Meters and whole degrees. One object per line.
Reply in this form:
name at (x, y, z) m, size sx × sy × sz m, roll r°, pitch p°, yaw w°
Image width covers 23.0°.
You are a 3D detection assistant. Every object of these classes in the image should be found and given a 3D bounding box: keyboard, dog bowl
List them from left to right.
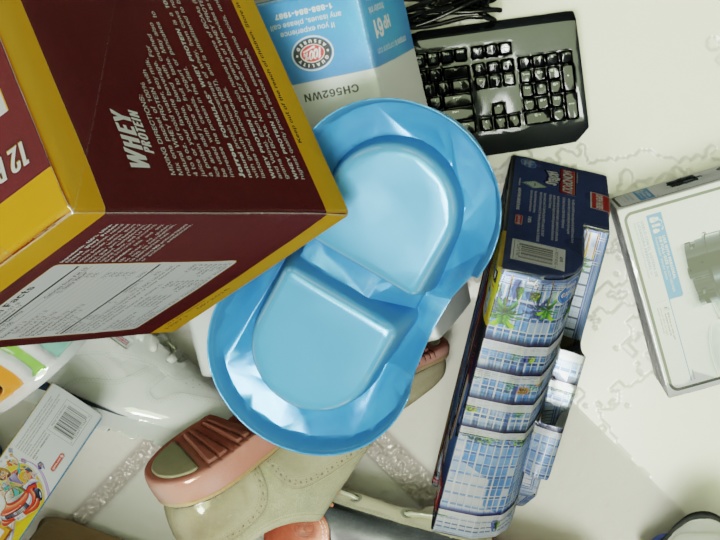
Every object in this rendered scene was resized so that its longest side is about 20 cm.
dog bowl at (0.000, 0.000, 0.918) m, size 0.111 × 0.050 × 0.200 m, roll 30°, pitch 110°, yaw 4°
keyboard at (0.028, -0.111, 1.017) m, size 0.199 × 0.040 × 0.104 m, roll -8°, pitch 97°, yaw 3°

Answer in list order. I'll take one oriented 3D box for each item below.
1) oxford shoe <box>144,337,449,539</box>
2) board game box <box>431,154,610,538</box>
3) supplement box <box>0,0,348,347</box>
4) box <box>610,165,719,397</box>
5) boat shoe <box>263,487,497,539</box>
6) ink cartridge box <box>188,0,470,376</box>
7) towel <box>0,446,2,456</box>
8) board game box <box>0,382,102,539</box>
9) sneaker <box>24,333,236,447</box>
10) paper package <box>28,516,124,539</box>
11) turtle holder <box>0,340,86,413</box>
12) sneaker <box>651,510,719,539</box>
oxford shoe at (-0.028, 0.098, 1.008) m, size 0.200 × 0.071 × 0.074 m, roll -27°, pitch 113°, yaw -24°
board game box at (0.085, 0.062, 0.978) m, size 0.061 × 0.200 × 0.200 m, roll 13°, pitch 111°, yaw 2°
supplement box at (-0.146, -0.081, 0.838) m, size 0.133 × 0.200 × 0.198 m, roll -32°, pitch 74°, yaw 30°
box at (0.253, -0.012, 1.006) m, size 0.199 × 0.060 × 0.117 m, roll -15°, pitch 96°, yaw 4°
boat shoe at (0.040, 0.162, 1.037) m, size 0.199 × 0.071 × 0.063 m, roll 7°, pitch 58°, yaw 1°
ink cartridge box at (-0.034, -0.052, 0.983) m, size 0.144 × 0.085 × 0.201 m, roll -10°, pitch 103°, yaw 18°
towel at (-0.260, 0.146, 0.981) m, size 0.048 × 0.200 × 0.112 m, roll 37°, pitch 97°, yaw -6°
board game box at (-0.220, 0.167, 0.966) m, size 0.034 × 0.134 × 0.200 m, roll 34°, pitch 61°, yaw -4°
sneaker at (-0.148, 0.050, 1.032) m, size 0.199 × 0.076 × 0.081 m, roll 18°, pitch 87°, yaw -1°
paper package at (-0.119, 0.236, 0.989) m, size 0.199 × 0.191 × 0.104 m, roll 19°, pitch 99°, yaw 0°
turtle holder at (-0.205, -0.005, 0.959) m, size 0.141 × 0.186 × 0.132 m, roll -39°, pitch 101°, yaw 15°
sneaker at (0.204, 0.215, 1.027) m, size 0.080 × 0.115 × 0.200 m, roll -2°, pitch 126°, yaw 5°
